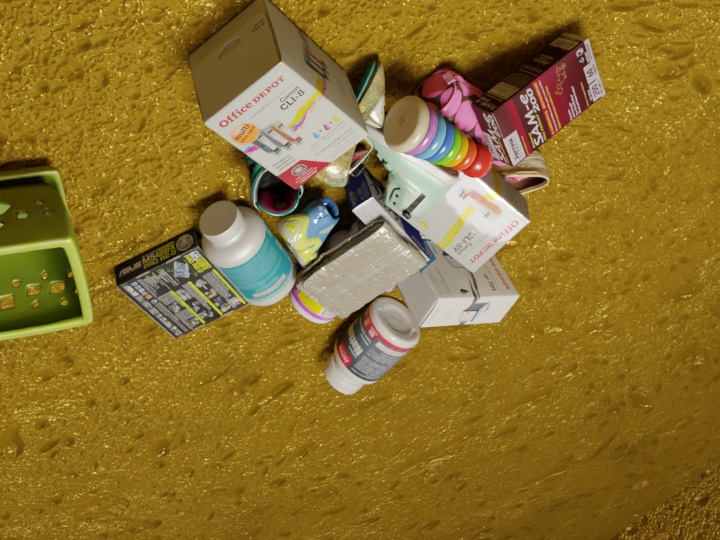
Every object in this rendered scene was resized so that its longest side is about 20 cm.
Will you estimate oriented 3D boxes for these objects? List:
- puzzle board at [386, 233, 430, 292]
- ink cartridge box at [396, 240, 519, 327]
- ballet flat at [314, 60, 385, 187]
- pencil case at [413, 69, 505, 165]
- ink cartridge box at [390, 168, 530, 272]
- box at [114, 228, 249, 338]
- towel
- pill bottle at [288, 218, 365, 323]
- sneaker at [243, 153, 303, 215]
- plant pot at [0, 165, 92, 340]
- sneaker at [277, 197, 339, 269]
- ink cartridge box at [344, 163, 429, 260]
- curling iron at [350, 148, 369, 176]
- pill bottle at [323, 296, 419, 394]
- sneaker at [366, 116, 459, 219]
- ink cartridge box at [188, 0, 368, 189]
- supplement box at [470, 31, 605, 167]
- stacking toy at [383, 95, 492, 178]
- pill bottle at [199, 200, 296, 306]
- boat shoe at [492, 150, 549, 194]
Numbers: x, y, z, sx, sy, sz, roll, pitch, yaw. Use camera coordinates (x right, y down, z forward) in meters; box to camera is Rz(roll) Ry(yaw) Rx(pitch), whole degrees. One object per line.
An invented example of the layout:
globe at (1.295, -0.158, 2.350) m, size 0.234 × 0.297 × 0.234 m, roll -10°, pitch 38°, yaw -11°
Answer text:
puzzle board at (0.049, -0.032, 1.760) m, size 0.150 × 0.017 × 0.200 m, roll 10°, pitch 133°, yaw -34°
ink cartridge box at (0.173, 0.022, 1.756) m, size 0.199 × 0.147 × 0.086 m, roll -3°, pitch 139°, yaw -34°
ballet flat at (-0.002, -0.213, 1.400) m, size 0.071 × 0.071 × 0.201 m, roll 36°, pitch 81°, yaw -48°
pencil case at (0.180, -0.245, 1.495) m, size 0.199 × 0.091 × 0.094 m, roll 21°, pitch 134°, yaw -39°
ink cartridge box at (0.168, -0.114, 1.591) m, size 0.200 × 0.084 × 0.145 m, roll 37°, pitch 118°, yaw -18°
box at (-0.308, 0.027, 1.649) m, size 0.160 × 0.044 × 0.200 m, roll -26°, pitch 143°, yaw 7°
towel at (0.000, 0.000, 1.597) m, size 0.200 × 0.035 × 0.132 m, roll -32°, pitch 133°, yaw 21°
pill bottle at (-0.036, -0.002, 1.687) m, size 0.104 × 0.105 × 0.200 m, roll 16°, pitch 130°, yaw -38°
sneaker at (-0.129, -0.124, 1.476) m, size 0.083 × 0.121 × 0.200 m, roll -19°, pitch 144°, yaw 0°
plant pot at (-0.508, -0.032, 1.369) m, size 0.199 × 0.182 × 0.200 m, roll -10°, pitch 143°, yaw -13°
sneaker at (-0.075, -0.064, 1.588) m, size 0.105 × 0.076 × 0.200 m, roll -36°, pitch 173°, yaw -4°
ink cartridge box at (0.043, -0.090, 1.607) m, size 0.044 × 0.094 × 0.200 m, roll -31°, pitch 136°, yaw 14°
curling iron at (-0.041, -0.161, 1.466) m, size 0.200 × 0.025 × 0.050 m, roll -25°, pitch 144°, yaw -59°
pill bottle at (0.016, 0.158, 1.897) m, size 0.119 × 0.120 × 0.200 m, roll 15°, pitch 131°, yaw -37°
sneaker at (0.043, -0.162, 1.488) m, size 0.200 × 0.074 × 0.118 m, roll 34°, pitch 122°, yaw -8°
ink cartridge box at (-0.115, -0.244, 1.313) m, size 0.145 × 0.145 × 0.200 m, roll -34°, pitch 140°, yaw 21°
supplement box at (0.277, -0.265, 1.459) m, size 0.200 × 0.061 × 0.109 m, roll -39°, pitch 127°, yaw -10°
stacking toy at (0.130, -0.192, 1.428) m, size 0.199 × 0.086 × 0.085 m, roll 17°, pitch 130°, yaw -41°
pill bottle at (-0.192, -0.032, 1.572) m, size 0.110 × 0.111 × 0.200 m, roll -25°, pitch 143°, yaw 7°
boat shoe at (0.237, -0.149, 1.655) m, size 0.199 × 0.069 × 0.074 m, roll -21°, pitch 143°, yaw 1°
